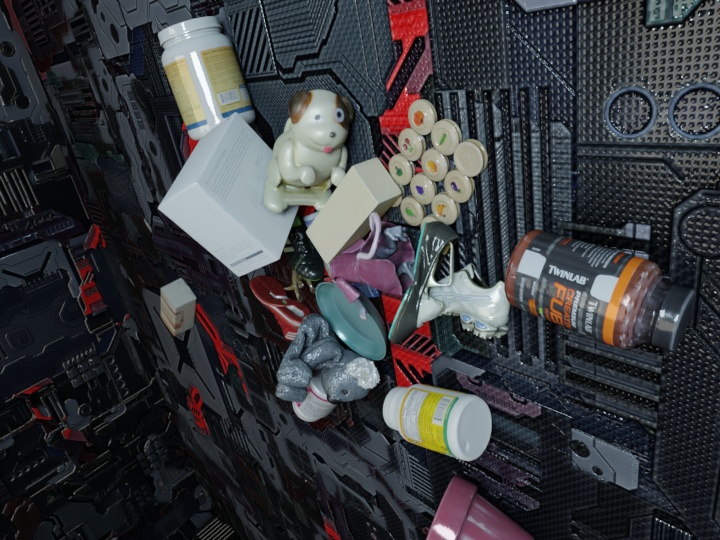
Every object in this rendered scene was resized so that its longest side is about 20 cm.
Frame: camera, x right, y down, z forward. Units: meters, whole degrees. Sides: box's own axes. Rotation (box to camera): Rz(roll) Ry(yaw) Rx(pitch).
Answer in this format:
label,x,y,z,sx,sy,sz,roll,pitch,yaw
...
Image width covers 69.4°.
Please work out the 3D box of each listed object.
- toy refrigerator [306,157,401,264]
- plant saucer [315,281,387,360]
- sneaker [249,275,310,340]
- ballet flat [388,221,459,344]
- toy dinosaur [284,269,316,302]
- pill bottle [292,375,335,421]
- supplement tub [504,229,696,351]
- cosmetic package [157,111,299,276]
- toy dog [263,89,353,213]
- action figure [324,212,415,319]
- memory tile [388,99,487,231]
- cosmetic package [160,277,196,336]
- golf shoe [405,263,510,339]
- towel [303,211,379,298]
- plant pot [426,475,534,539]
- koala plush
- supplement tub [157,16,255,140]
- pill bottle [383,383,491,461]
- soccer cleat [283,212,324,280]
label,x,y,z,sx,sy,sz,roll,pitch,yaw
toy refrigerator,-0.015,-0.100,0.906,0.077,0.069,0.200,54,140,9
plant saucer,-0.012,0.097,1.074,0.199,0.036,0.202,37,150,25
sneaker,-0.210,0.107,1.312,0.199,0.078,0.117,39,139,28
ballet flat,0.102,0.026,0.798,0.067,0.068,0.204,19,97,19
toy dinosaur,-0.140,0.016,1.198,0.201,0.057,0.102,101,146,-58
pill bottle,-0.100,0.294,1.275,0.114,0.113,0.201,49,143,14
supplement tub,0.282,0.025,0.626,0.198,0.106,0.109,23,131,40
cosmetic package,-0.229,-0.138,0.965,0.121,0.202,0.200,-18,131,34
toy dog,-0.079,-0.217,0.900,0.200,0.137,0.198,129,142,-54
action figure,0.000,0.000,0.890,0.197,0.148,0.137,-12,66,40
memory tile,0.104,-0.144,0.802,0.153,0.017,0.202,46,142,19
cosmetic package,-0.656,0.134,1.867,0.104,0.087,0.201,47,143,18
golf shoe,0.157,0.032,0.836,0.198,0.077,0.099,22,105,42
towel,-0.042,-0.032,1.055,0.146,0.024,0.203,-7,108,53
plant pot,0.226,0.529,0.996,0.176,0.200,0.203,19,130,22
koala plush,-0.057,0.206,1.105,0.197,0.186,0.178,23,152,2
supplement tub,-0.304,-0.376,1.030,0.143,0.144,0.204,5,118,48
pill bottle,0.136,0.276,0.976,0.198,0.112,0.115,-2,113,50
soccer cleat,-0.133,-0.066,1.081,0.201,0.067,0.082,57,152,28
